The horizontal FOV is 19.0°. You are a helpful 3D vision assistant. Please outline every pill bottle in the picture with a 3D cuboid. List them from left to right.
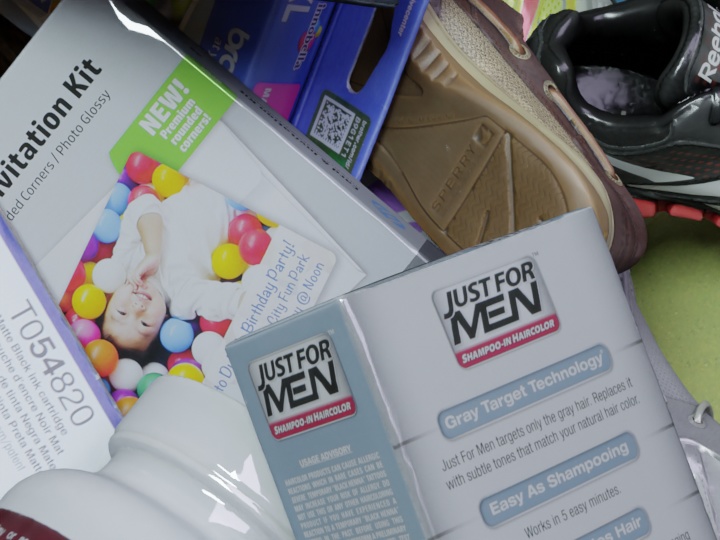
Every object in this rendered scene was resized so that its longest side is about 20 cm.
[{"bbox_3d":[-0.085,0.132,0.607,0.113,0.113,0.200,38,70,-2],"label":"pill bottle"}]

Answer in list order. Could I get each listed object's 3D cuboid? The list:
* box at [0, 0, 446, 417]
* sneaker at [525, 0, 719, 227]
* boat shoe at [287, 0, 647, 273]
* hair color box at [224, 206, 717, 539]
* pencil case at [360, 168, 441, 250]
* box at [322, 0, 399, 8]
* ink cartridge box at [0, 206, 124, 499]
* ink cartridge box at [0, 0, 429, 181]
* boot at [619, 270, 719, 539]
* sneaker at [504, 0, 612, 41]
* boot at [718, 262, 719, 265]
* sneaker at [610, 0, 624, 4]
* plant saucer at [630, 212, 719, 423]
[{"bbox_3d":[-0.057,0.026,0.699,0.200,0.156,0.041,41,8,1],"label":"box"},{"bbox_3d":[0.143,-0.056,0.790,0.199,0.098,0.071,7,60,1],"label":"sneaker"},{"bbox_3d":[0.025,-0.069,0.751,0.200,0.072,0.072,46,28,23],"label":"boat shoe"},{"bbox_3d":[0.048,0.094,0.598,0.099,0.060,0.201,-19,88,-39],"label":"hair color box"},{"bbox_3d":[0.000,0.000,0.787,0.085,0.084,0.201,-18,68,-12],"label":"pencil case"},{"bbox_3d":[-0.085,-0.170,0.667,0.107,0.199,0.150,-2,102,-54],"label":"box"},{"bbox_3d":[-0.200,0.024,0.651,0.199,0.041,0.200,-29,85,-24],"label":"ink cartridge box"},{"bbox_3d":[-0.063,-0.118,0.745,0.199,0.120,0.042,35,23,29],"label":"ink cartridge box"},{"bbox_3d":[0.124,0.079,0.755,0.095,0.074,0.202,-11,68,12],"label":"boot"},{"bbox_3d":[0.059,-0.133,0.898,0.090,0.078,0.201,8,57,-16],"label":"sneaker"},{"bbox_3d":[0.248,-0.016,0.923,0.138,0.077,0.200,42,51,-2],"label":"boot"},{"bbox_3d":[0.162,-0.122,0.879,0.200,0.086,0.076,34,54,-48],"label":"sneaker"},{"bbox_3d":[0.163,0.027,0.828,0.198,0.031,0.201,-7,62,13],"label":"plant saucer"}]
